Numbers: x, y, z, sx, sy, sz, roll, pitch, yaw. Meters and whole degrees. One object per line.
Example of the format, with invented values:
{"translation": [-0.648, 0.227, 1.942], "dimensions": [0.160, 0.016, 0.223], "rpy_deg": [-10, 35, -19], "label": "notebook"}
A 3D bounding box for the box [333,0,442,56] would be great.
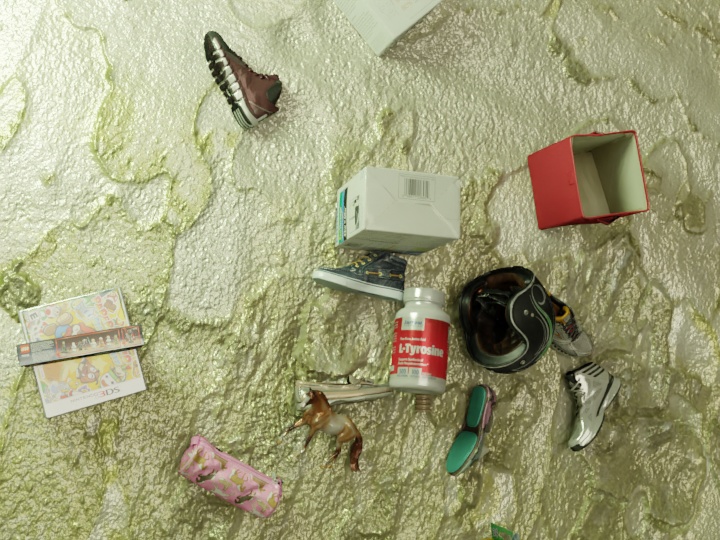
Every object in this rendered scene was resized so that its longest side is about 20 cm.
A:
{"translation": [0.042, -0.584, 1.649], "dimensions": [0.152, 0.106, 0.200], "rpy_deg": [-42, 98, -17], "label": "box"}

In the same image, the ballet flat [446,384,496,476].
{"translation": [0.242, 0.338, 1.642], "dimensions": [0.071, 0.069, 0.201], "rpy_deg": [29, 75, -33], "label": "ballet flat"}

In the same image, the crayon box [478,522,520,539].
{"translation": [0.278, 0.622, 1.585], "dimensions": [0.051, 0.126, 0.201], "rpy_deg": [-2, 84, -18], "label": "crayon box"}

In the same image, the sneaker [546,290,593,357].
{"translation": [0.434, 0.118, 1.714], "dimensions": [0.200, 0.082, 0.078], "rpy_deg": [41, 74, -11], "label": "sneaker"}

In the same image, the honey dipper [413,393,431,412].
{"translation": [0.126, 0.191, 1.632], "dimensions": [0.038, 0.038, 0.201], "rpy_deg": [2, 81, -18], "label": "honey dipper"}

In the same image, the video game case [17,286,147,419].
{"translation": [-0.503, 0.147, 1.434], "dimensions": [0.181, 0.023, 0.201], "rpy_deg": [-15, 89, -19], "label": "video game case"}

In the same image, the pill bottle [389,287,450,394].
{"translation": [0.120, 0.140, 1.569], "dimensions": [0.112, 0.112, 0.201], "rpy_deg": [10, 75, -17], "label": "pill bottle"}

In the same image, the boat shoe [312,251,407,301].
{"translation": [0.000, 0.000, 1.596], "dimensions": [0.200, 0.071, 0.091], "rpy_deg": [13, 79, -23], "label": "boat shoe"}

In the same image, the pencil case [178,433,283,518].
{"translation": [-0.241, 0.382, 1.464], "dimensions": [0.200, 0.083, 0.087], "rpy_deg": [31, 76, -12], "label": "pencil case"}

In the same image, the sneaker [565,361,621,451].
{"translation": [0.477, 0.288, 1.725], "dimensions": [0.115, 0.076, 0.201], "rpy_deg": [36, 66, -2], "label": "sneaker"}

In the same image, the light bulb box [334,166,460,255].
{"translation": [0.069, -0.112, 1.557], "dimensions": [0.198, 0.200, 0.125], "rpy_deg": [5, 81, -18], "label": "light bulb box"}

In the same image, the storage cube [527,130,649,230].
{"translation": [0.490, -0.190, 1.716], "dimensions": [0.170, 0.180, 0.201], "rpy_deg": [-8, 87, -19], "label": "storage cube"}

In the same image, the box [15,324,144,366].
{"translation": [-0.478, 0.131, 1.360], "dimensions": [0.199, 0.137, 0.040], "rpy_deg": [-9, 85, -18], "label": "box"}

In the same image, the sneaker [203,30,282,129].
{"translation": [-0.225, -0.390, 1.566], "dimensions": [0.115, 0.076, 0.200], "rpy_deg": [-30, 104, -24], "label": "sneaker"}

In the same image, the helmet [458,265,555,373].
{"translation": [0.305, 0.109, 1.619], "dimensions": [0.200, 0.200, 0.191], "rpy_deg": [-26, 113, -19], "label": "helmet"}

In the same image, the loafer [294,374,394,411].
{"translation": [-0.031, 0.233, 1.558], "dimensions": [0.199, 0.072, 0.063], "rpy_deg": [-7, 79, -16], "label": "loafer"}

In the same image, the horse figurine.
{"translation": [-0.063, 0.313, 1.518], "dimensions": [0.200, 0.050, 0.133], "rpy_deg": [35, 92, -28], "label": "horse figurine"}
